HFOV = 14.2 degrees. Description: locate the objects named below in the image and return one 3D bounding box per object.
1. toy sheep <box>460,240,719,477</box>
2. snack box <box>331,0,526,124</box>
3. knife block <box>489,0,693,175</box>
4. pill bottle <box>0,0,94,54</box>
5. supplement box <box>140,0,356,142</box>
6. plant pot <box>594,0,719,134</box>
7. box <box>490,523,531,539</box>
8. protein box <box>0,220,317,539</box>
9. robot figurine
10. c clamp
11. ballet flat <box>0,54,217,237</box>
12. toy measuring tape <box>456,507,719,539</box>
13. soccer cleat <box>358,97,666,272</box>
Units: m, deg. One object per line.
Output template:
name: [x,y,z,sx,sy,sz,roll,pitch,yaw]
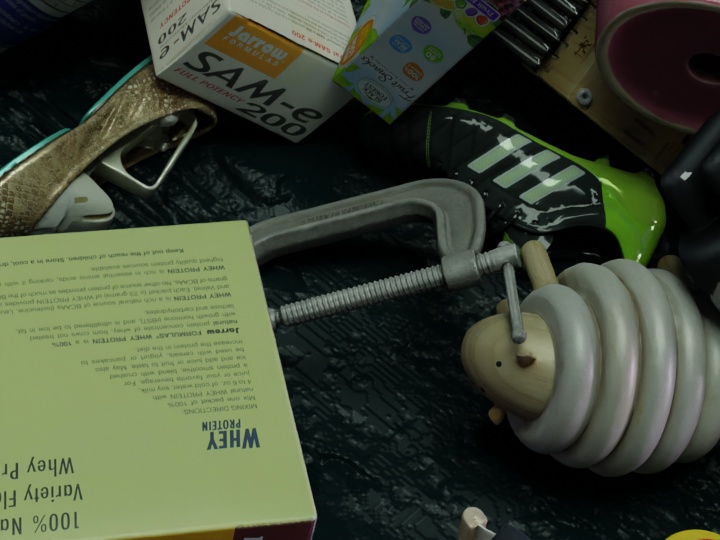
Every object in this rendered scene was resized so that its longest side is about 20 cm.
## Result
toy sheep: [0.152,0.054,1.661,0.199,0.138,0.138,2,52,-19]
snack box: [0.066,-0.200,1.766,0.053,0.142,0.200,36,44,-13]
knife block: [0.158,-0.128,1.833,0.200,0.064,0.176,36,7,-21]
pill bottle: [-0.196,-0.211,1.744,0.199,0.120,0.120,-27,52,19]
supplement box: [-0.078,-0.194,1.807,0.126,0.073,0.201,24,40,-40]
plant pot: [0.219,-0.186,1.681,0.199,0.200,0.180,17,59,3]
box: [0.082,0.276,1.481,0.200,0.124,0.197,37,53,17]
protein box: [-0.145,0.098,1.565,0.198,0.135,0.201,-5,53,-15]
robot figurine: [0.259,-0.002,1.630,0.200,0.125,0.150,49,10,-13]
c clamp: [0.000,0.000,1.676,0.199,0.027,0.171,-12,35,13]
ballet flat: [-0.158,-0.061,1.731,0.065,0.071,0.200,43,59,8]
toy measuring tape: [0.155,0.165,1.612,0.199,0.074,0.074,25,52,8]
soccer cleat: [0.089,-0.047,1.768,0.199,0.068,0.081,18,64,3]
